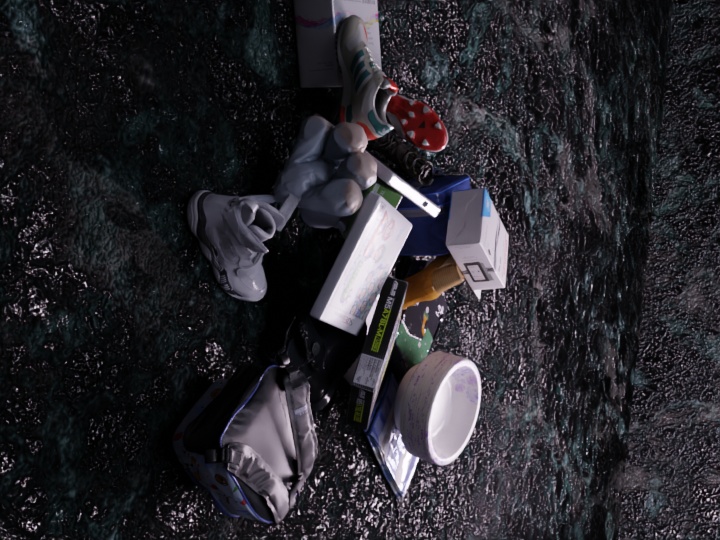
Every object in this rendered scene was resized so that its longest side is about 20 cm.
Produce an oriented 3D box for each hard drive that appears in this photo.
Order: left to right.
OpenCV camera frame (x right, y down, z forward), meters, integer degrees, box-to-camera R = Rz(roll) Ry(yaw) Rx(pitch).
[{"bbox_3d":[0.105,0.099,1.922,0.141,0.037,0.202,62,40,-40],"label":"hard drive"}]

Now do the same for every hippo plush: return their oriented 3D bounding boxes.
[{"bbox_3d":[-0.047,-0.114,1.506,0.201,0.158,0.161,-53,156,-8],"label":"hippo plush"}]

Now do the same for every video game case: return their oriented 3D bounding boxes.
[{"bbox_3d":[0.005,-0.005,1.516,0.203,0.023,0.182,-64,158,-2],"label":"video game case"},{"bbox_3d":[0.025,-0.172,1.640,0.023,0.200,0.181,-52,147,6],"label":"video game case"}]

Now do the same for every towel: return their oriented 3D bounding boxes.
[{"bbox_3d":[0.069,0.315,1.882,0.148,0.023,0.202,-62,140,-39],"label":"towel"}]

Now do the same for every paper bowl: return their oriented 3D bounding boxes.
[{"bbox_3d":[0.136,0.253,1.858,0.200,0.103,0.205,-25,120,-52],"label":"paper bowl"}]

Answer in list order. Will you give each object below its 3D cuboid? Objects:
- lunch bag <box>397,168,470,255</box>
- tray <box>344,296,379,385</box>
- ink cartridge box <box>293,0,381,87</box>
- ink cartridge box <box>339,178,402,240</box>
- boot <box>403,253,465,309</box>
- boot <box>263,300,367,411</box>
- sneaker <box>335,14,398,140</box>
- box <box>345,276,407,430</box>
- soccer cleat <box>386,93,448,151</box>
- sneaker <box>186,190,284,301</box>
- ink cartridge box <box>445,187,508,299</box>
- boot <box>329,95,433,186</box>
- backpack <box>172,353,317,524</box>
[{"bbox_3d":[0.133,-0.118,1.865,0.200,0.134,0.135,-34,121,-57],"label":"lunch bag"},{"bbox_3d":[0.003,0.110,1.762,0.108,0.022,0.203,54,47,-47],"label":"tray"},{"bbox_3d":[-0.037,-0.400,1.612,0.144,0.083,0.204,-18,106,-57],"label":"ink cartridge box"},{"bbox_3d":[0.015,-0.093,1.602,0.105,0.059,0.200,-62,-170,7],"label":"ink cartridge box"},{"bbox_3d":[0.123,0.013,1.854,0.201,0.142,0.072,-55,123,-75],"label":"boot"},{"bbox_3d":[-0.069,0.100,1.583,0.202,0.075,0.169,-61,144,-30],"label":"boot"},{"bbox_3d":[0.017,-0.297,1.527,0.070,0.092,0.204,12,74,-57],"label":"sneaker"},{"bbox_3d":[0.027,0.140,1.656,0.194,0.047,0.203,93,15,-62],"label":"box"},{"bbox_3d":[0.075,-0.265,1.721,0.069,0.199,0.085,-55,159,-1],"label":"soccer cleat"},{"bbox_3d":[-0.155,-0.029,1.392,0.076,0.113,0.201,-62,141,-36],"label":"sneaker"},{"bbox_3d":[0.221,-0.044,1.809,0.200,0.067,0.118,53,40,-51],"label":"ink cartridge box"},{"bbox_3d":[0.047,-0.216,1.651,0.070,0.173,0.200,-52,161,4],"label":"boot"},{"bbox_3d":[-0.155,0.248,1.372,0.200,0.152,0.193,-48,123,-40],"label":"backpack"}]
